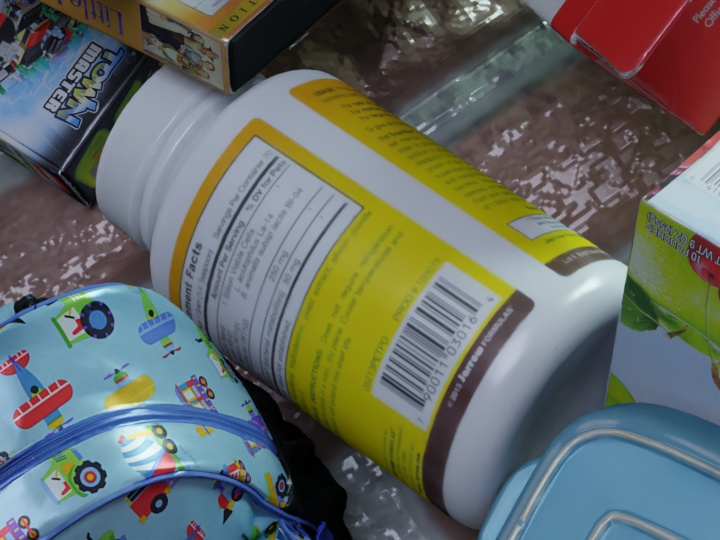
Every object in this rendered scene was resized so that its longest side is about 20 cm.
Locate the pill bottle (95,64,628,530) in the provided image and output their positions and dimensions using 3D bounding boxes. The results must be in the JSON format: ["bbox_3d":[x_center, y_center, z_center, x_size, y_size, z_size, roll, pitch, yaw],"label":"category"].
[{"bbox_3d":[0.000,0.000,1.070,0.200,0.109,0.109,35,81,25],"label":"pill bottle"}]

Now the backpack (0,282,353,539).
[{"bbox_3d":[-0.100,0.101,1.009,0.182,0.200,0.135,-34,64,0],"label":"backpack"}]

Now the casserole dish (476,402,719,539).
[{"bbox_3d":[0.116,0.116,0.945,0.199,0.039,0.122,27,86,30],"label":"casserole dish"}]

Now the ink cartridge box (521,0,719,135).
[{"bbox_3d":[0.110,-0.127,1.031,0.116,0.067,0.200,-53,28,8],"label":"ink cartridge box"}]

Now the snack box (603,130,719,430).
[{"bbox_3d":[0.177,0.062,0.976,0.200,0.143,0.053,33,53,25],"label":"snack box"}]

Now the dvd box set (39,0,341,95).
[{"bbox_3d":[-0.083,-0.153,1.125,0.199,0.030,0.146,27,52,25],"label":"dvd box set"}]

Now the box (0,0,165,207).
[{"bbox_3d":[-0.096,-0.136,1.192,0.110,0.035,0.200,31,80,25],"label":"box"}]
